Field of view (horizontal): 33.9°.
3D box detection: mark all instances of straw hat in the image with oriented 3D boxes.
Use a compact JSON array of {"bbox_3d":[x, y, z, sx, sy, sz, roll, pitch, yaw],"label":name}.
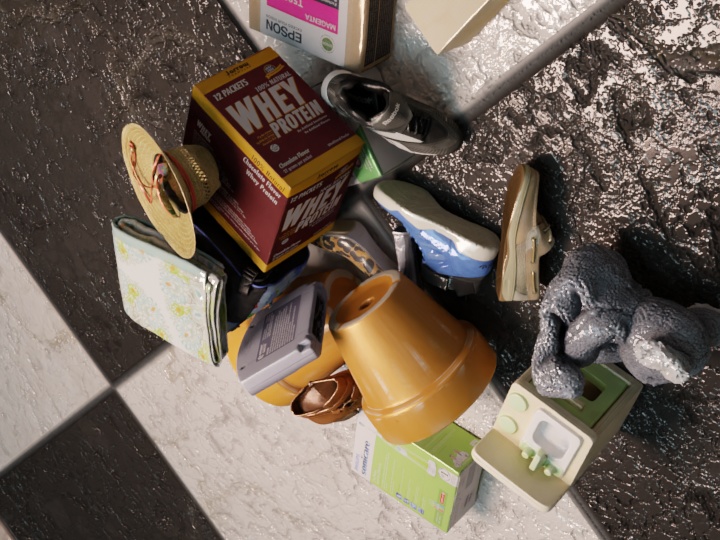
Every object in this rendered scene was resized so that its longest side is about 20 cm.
[{"bbox_3d":[-0.230,-0.121,1.546,0.201,0.085,0.202,46,150,36],"label":"straw hat"}]

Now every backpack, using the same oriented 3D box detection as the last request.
[{"bbox_3d":[-0.187,-0.017,1.730,0.183,0.200,0.147,44,120,8],"label":"backpack"}]

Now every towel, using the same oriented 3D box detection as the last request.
[{"bbox_3d":[-0.265,0.030,1.647,0.200,0.048,0.172,28,133,28],"label":"towel"}]

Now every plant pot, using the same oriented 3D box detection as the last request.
[{"bbox_3d":[0.057,0.108,1.655,0.200,0.200,0.183,-18,117,49],"label":"plant pot"},{"bbox_3d":[-0.080,0.089,1.836,0.183,0.200,0.201,-26,99,34],"label":"plant pot"}]

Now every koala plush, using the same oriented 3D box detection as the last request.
[{"bbox_3d":[0.334,0.073,1.431,0.200,0.177,0.185,19,120,39],"label":"koala plush"}]

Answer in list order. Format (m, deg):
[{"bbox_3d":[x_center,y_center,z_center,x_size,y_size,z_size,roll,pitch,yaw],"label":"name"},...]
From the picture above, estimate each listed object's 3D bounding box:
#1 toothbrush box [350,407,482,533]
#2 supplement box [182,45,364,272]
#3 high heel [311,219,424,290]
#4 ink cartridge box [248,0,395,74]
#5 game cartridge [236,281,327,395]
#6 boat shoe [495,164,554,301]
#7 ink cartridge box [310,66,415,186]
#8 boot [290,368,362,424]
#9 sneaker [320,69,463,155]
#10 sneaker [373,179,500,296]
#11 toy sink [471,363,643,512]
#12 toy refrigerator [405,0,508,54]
[{"bbox_3d":[0.090,0.298,1.886,0.200,0.086,0.146,29,134,26],"label":"toothbrush box"},{"bbox_3d":[-0.126,-0.148,1.587,0.197,0.133,0.200,47,148,16],"label":"supplement box"},{"bbox_3d":[0.000,0.000,1.767,0.199,0.071,0.143,6,116,31],"label":"high heel"},{"bbox_3d":[-0.052,-0.371,1.552,0.200,0.075,0.165,26,132,27],"label":"ink cartridge box"},{"bbox_3d":[-0.112,0.096,1.669,0.133,0.200,0.041,-27,112,15],"label":"game cartridge"},{"bbox_3d":[0.218,-0.047,1.539,0.065,0.072,0.201,3,122,0],"label":"boat shoe"},{"bbox_3d":[-0.040,-0.190,1.662,0.200,0.084,0.146,-13,107,49],"label":"ink cartridge box"},{"bbox_3d":[-0.005,0.166,1.783,0.200,0.155,0.074,-43,68,12],"label":"boot"},{"bbox_3d":[0.044,-0.198,1.522,0.199,0.091,0.067,24,96,-11],"label":"sneaker"},{"bbox_3d":[0.092,-0.038,1.649,0.200,0.077,0.112,30,126,16],"label":"sneaker"},{"bbox_3d":[0.260,0.195,1.560,0.130,0.200,0.112,36,138,20],"label":"toy sink"},{"bbox_3d":[0.144,-0.347,1.388,0.076,0.070,0.200,56,140,7],"label":"toy refrigerator"}]
